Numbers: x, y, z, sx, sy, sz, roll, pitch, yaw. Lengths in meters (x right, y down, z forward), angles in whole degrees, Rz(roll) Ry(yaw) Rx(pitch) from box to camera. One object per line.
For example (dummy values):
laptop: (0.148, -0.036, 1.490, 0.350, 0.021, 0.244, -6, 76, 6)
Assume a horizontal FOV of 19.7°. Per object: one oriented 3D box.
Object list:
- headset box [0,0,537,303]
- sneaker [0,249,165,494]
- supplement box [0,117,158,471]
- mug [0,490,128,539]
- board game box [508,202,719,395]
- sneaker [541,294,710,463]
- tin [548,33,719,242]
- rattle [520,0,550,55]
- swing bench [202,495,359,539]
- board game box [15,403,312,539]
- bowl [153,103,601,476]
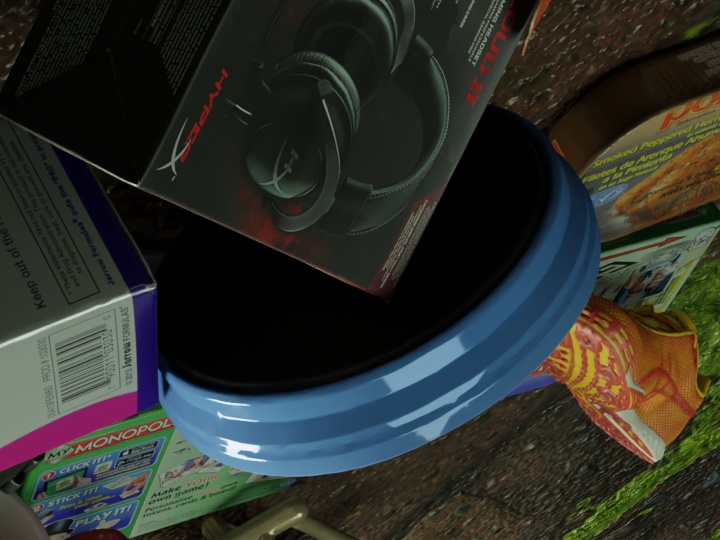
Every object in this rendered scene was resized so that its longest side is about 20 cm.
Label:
headset box: (-0.019, -0.083, 0.753, 0.200, 0.077, 0.149, 27, 91, -58)
sneaker: (-0.135, 0.051, 0.938, 0.199, 0.071, 0.099, -10, 150, -29)
supplement box: (-0.189, 0.030, 0.800, 0.199, 0.104, 0.101, -24, 154, -19)
mug: (-0.207, 0.200, 1.022, 0.177, 0.134, 0.200, 11, 144, -11)
board game box: (0.096, 0.023, 1.157, 0.199, 0.029, 0.135, -15, 148, -31)
sneaker: (0.147, 0.043, 1.143, 0.077, 0.073, 0.200, -54, 157, -5)
tin: (0.180, -0.078, 1.081, 0.199, 0.042, 0.112, -20, 155, -22)
rattle: (0.135, -0.180, 0.791, 0.199, 0.143, 0.130, -24, 159, 19)
swing bench: (-0.083, 0.229, 1.215, 0.199, 0.130, 0.199, -14, 159, 16)
board game box: (-0.097, 0.091, 1.085, 0.199, 0.029, 0.135, -14, 148, -31)
bowl: (0.000, 0.000, 0.863, 0.200, 0.201, 0.039, -30, 124, -4)
